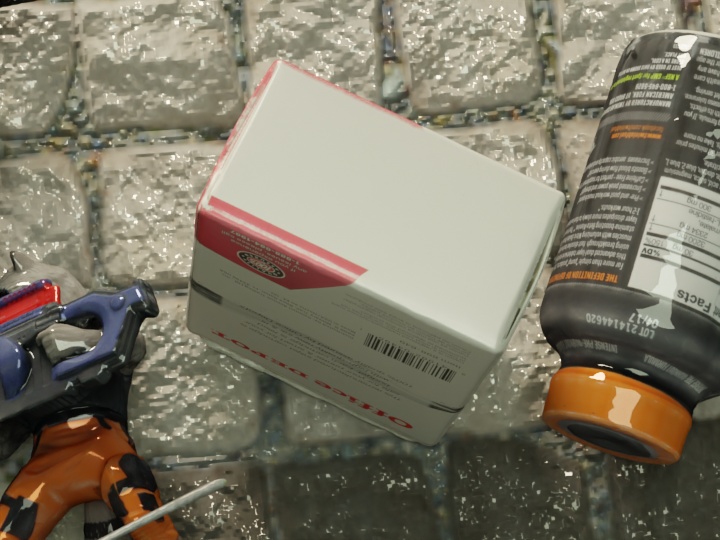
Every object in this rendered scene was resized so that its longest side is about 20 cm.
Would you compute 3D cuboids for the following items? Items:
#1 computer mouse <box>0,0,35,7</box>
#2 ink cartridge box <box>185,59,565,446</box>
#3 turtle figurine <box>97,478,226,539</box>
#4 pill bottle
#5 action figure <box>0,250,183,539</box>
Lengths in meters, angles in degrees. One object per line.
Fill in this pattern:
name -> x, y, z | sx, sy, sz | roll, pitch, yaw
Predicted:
computer mouse -> -0.214, -0.055, 0.980 | 0.109, 0.044, 0.202 | -8, 67, 27
ink cartridge box -> 0.000, 0.000, 0.936 | 0.145, 0.200, 0.085 | 25, 71, 1
turtle figurine -> -0.154, 0.203, 0.861 | 0.192, 0.200, 0.145 | -13, 101, 22
pill bottle -> 0.152, -0.008, 1.000 | 0.105, 0.106, 0.202 | 20, 77, 0
action figure -> -0.162, 0.089, 0.976 | 0.198, 0.104, 0.195 | -15, 71, 22
